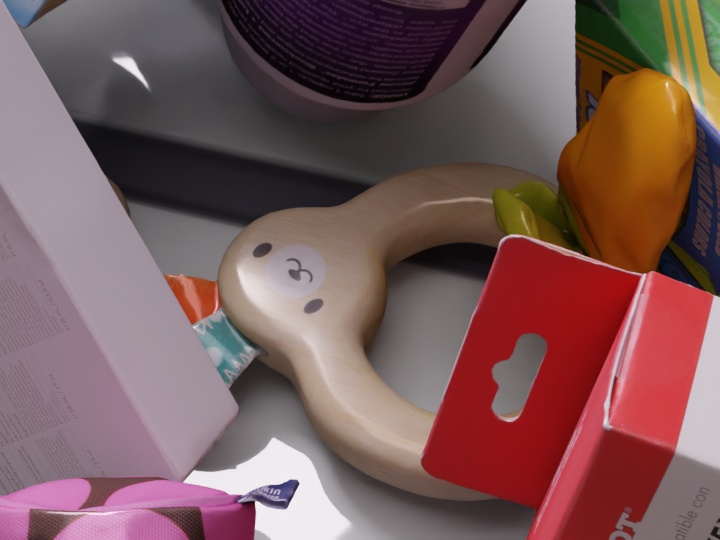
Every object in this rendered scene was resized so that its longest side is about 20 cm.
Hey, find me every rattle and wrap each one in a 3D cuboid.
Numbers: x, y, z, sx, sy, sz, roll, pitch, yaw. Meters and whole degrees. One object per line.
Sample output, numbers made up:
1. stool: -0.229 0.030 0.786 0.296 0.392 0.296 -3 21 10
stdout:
1. rattle: 0.000 0.000 0.745 0.198 0.143 0.131 9 76 4

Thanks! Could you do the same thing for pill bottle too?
1. pill bottle: 0.008 -0.121 0.764 0.110 0.200 0.113 3 74 -12

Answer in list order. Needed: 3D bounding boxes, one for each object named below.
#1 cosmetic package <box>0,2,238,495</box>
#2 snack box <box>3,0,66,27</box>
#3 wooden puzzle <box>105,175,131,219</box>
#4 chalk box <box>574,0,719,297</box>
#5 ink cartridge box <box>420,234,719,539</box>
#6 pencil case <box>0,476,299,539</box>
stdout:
1. cosmetic package: -0.125 -0.017 0.723 0.082 0.201 0.051 -21 16 30
2. snack box: -0.051 -0.178 0.747 0.037 0.200 0.116 38 26 1
3. wooden puzzle: -0.209 0.004 0.809 0.184 0.046 0.200 27 64 24
4. chalk box: 0.174 -0.024 0.747 0.124 0.124 0.200 -30 59 -13
5. ink cartridge box: 0.114 0.079 0.659 0.198 0.117 0.068 20 44 3
6. pencil case: -0.060 0.159 0.642 0.090 0.094 0.202 -3 83 19
